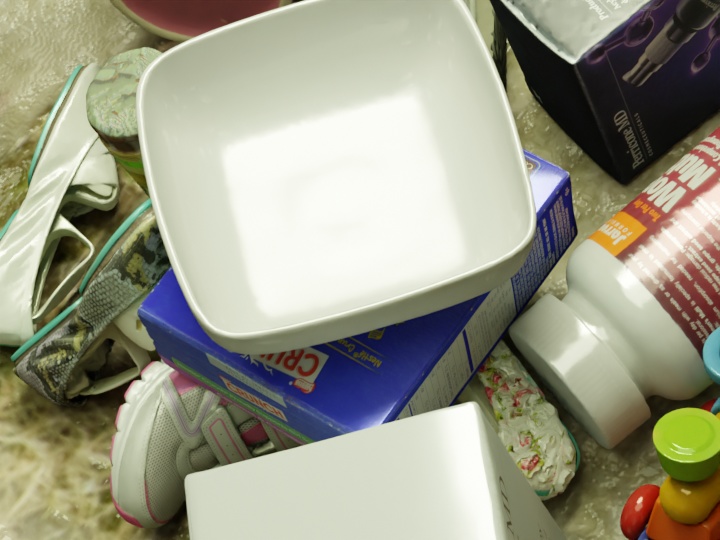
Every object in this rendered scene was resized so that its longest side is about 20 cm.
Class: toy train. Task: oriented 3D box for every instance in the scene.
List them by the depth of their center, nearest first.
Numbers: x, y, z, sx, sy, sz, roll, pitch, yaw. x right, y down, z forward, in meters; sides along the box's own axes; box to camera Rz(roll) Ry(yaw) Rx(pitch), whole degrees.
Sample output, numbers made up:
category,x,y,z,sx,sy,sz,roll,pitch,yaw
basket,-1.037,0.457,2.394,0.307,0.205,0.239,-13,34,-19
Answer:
category,x,y,z,sx,sy,sz,roll,pitch,yaw
toy train,0.175,0.122,1.276,0.085,0.116,0.200,26,58,30

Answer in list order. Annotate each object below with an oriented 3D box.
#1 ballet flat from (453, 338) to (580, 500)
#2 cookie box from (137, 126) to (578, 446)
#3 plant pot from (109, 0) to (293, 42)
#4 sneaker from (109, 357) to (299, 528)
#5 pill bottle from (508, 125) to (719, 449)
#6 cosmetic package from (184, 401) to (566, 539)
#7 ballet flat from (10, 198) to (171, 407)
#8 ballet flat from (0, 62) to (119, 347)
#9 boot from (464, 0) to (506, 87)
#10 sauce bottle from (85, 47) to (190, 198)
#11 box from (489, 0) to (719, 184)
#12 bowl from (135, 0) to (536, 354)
category,x,y,z,sx,sy,sz,roll,pitch,yaw
ballet flat,0.053,0.058,1.399,0.064,0.076,0.200,-14,48,-33
cookie box,0.000,0.000,1.370,0.171,0.075,0.200,29,69,25
plant pot,-0.093,-0.253,1.540,0.199,0.200,0.179,-4,53,18
sneaker,-0.071,0.076,1.434,0.088,0.081,0.200,30,77,32
pill bottle,0.188,0.003,1.362,0.200,0.110,0.110,-40,57,-4
cosmetic package,0.022,0.199,1.262,0.166,0.200,0.168,-15,59,12
ballet flat,-0.144,0.026,1.452,0.200,0.072,0.072,-45,43,46
ballet flat,-0.195,-0.037,1.560,0.069,0.069,0.200,17,74,27
boot,-0.008,-0.107,1.518,0.199,0.073,0.182,-4,47,10
sauce bottle,-0.097,-0.057,1.444,0.065,0.200,0.065,-11,57,18
box,0.188,-0.175,1.438,0.200,0.148,0.104,-39,57,-2
bowl,-0.013,-0.049,1.309,0.199,0.075,0.201,-16,62,-1
